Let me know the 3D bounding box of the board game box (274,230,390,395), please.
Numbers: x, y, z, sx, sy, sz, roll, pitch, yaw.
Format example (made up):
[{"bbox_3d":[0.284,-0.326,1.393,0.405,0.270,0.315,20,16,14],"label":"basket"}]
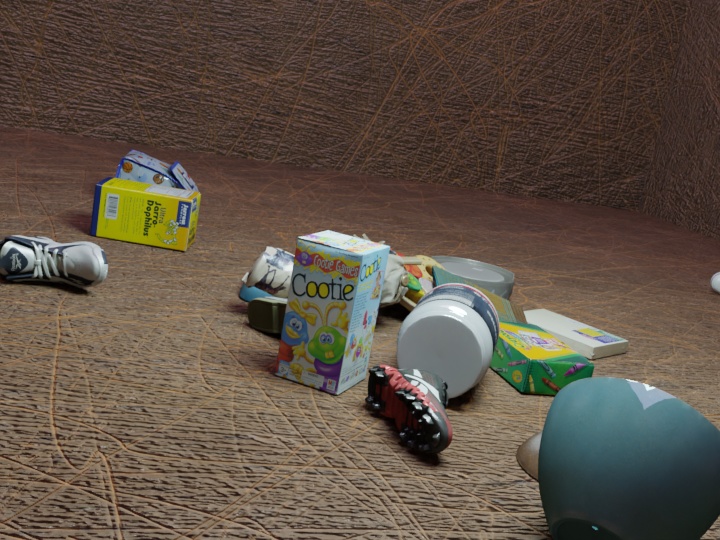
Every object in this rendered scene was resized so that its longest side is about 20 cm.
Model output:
[{"bbox_3d":[-0.040,0.056,1.386,0.103,0.201,0.105,15,13,20],"label":"board game box"}]

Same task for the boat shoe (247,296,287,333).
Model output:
[{"bbox_3d":[-0.087,0.078,1.540,0.200,0.075,0.068,20,21,38],"label":"boat shoe"}]

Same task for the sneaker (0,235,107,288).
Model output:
[{"bbox_3d":[-0.512,-0.012,1.576,0.199,0.080,0.129,18,16,31],"label":"sneaker"}]

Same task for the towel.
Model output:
[{"bbox_3d":[0.220,0.068,1.796,0.199,0.022,0.147,25,24,-12],"label":"towel"}]

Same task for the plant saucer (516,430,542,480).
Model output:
[{"bbox_3d":[0.298,0.240,1.238,0.199,0.037,0.200,11,13,-3],"label":"plant saucer"}]

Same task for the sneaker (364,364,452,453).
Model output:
[{"bbox_3d":[0.082,0.174,1.261,0.097,0.071,0.200,3,13,-22],"label":"sneaker"}]

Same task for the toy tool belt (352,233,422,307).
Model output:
[{"bbox_3d":[0.000,0.000,1.738,0.199,0.125,0.123,5,27,37],"label":"toy tool belt"}]

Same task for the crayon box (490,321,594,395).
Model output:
[{"bbox_3d":[0.275,0.140,1.600,0.118,0.059,0.200,6,14,-20],"label":"crayon box"}]

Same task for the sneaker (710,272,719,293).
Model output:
[{"bbox_3d":[1.021,0.055,2.571,0.200,0.073,0.114,14,16,16],"label":"sneaker"}]

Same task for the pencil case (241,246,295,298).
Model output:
[{"bbox_3d":[-0.094,0.029,1.638,0.199,0.090,0.078,24,37,-8],"label":"pencil case"}]

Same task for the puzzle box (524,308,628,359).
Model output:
[{"bbox_3d":[0.390,0.119,1.867,0.200,0.026,0.133,22,17,41],"label":"puzzle box"}]

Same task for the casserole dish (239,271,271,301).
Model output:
[{"bbox_3d":[-0.155,0.025,1.800,0.121,0.039,0.200,10,14,-2],"label":"casserole dish"}]

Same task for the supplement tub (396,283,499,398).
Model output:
[{"bbox_3d":[0.131,0.103,1.458,0.140,0.141,0.200,13,13,10],"label":"supplement tub"}]

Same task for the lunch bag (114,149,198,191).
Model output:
[{"bbox_3d":[-0.487,-0.207,2.371,0.199,0.124,0.170,23,11,-10],"label":"lunch bag"}]

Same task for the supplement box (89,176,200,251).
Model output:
[{"bbox_3d":[-0.441,-0.117,2.025,0.199,0.110,0.109,10,13,-2],"label":"supplement box"}]

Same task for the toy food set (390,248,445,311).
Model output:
[{"bbox_3d":[0.109,0.025,1.836,0.200,0.049,0.198,27,24,-33],"label":"toy food set"}]

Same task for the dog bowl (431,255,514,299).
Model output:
[{"bbox_3d":[0.231,0.023,2.081,0.199,0.059,0.200,11,13,-2],"label":"dog bowl"}]

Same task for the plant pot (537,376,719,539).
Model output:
[{"bbox_3d":[0.260,0.226,0.991,0.199,0.201,0.135,17,51,27],"label":"plant pot"}]
